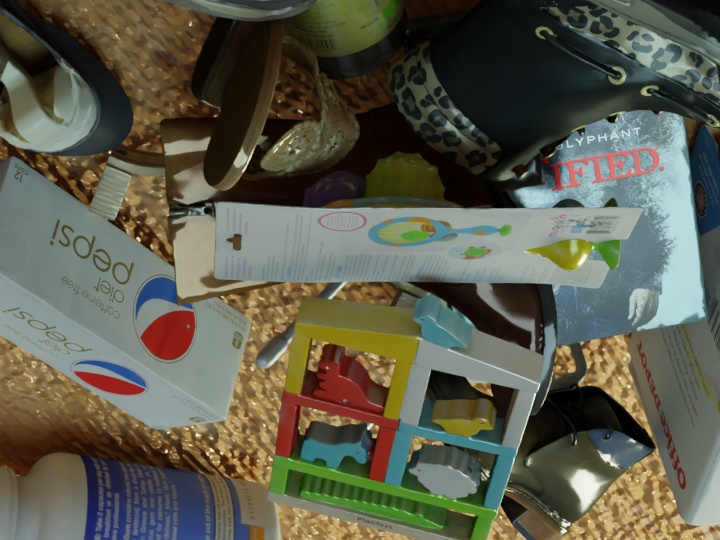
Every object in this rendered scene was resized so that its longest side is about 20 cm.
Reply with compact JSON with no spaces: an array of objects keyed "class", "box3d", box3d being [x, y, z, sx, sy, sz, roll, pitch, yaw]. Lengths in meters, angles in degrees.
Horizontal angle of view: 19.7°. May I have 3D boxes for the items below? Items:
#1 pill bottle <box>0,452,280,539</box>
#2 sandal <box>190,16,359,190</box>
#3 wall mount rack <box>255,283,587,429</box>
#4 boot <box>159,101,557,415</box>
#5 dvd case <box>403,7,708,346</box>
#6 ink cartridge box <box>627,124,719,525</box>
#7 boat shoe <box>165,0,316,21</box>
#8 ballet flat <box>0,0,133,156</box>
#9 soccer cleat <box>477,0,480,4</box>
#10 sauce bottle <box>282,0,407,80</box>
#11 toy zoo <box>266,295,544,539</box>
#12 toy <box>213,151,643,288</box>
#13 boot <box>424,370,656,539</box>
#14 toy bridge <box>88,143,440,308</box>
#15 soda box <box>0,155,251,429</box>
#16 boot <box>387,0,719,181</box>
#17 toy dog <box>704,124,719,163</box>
[{"class":"pill bottle","box3d":[-0.161,0.177,1.329,0.199,0.112,0.112,12,135,-21]},{"class":"sandal","box3d":[-0.033,-0.080,0.993,0.069,0.212,0.078,23,103,-15]},{"class":"wall mount rack","box3d":[0.036,0.038,1.234,0.173,0.075,0.200,-17,137,9]},{"class":"boot","box3d":[0.000,0.000,1.094,0.199,0.069,0.189,-9,116,0]},{"class":"dvd case","box3d":[0.107,-0.052,1.128,0.145,0.022,0.201,-9,113,1]},{"class":"ink cartridge box","box3d":[0.230,0.034,1.211,0.084,0.145,0.200,-2,138,-12]},{"class":"boat shoe","box3d":[-0.099,-0.182,0.922,0.199,0.075,0.073,28,134,-6]},{"class":"ballet flat","box3d":[-0.183,-0.102,1.042,0.073,0.073,0.200,-26,136,19]},{"class":"soccer cleat","box3d":[0.096,-0.185,1.010,0.073,0.068,0.200,28,128,-10]},{"class":"sauce bottle","box3d":[-0.026,-0.179,0.987,0.064,0.065,0.200,-14,140,6]},{"class":"toy zoo","box3d":[0.022,0.078,1.115,0.131,0.021,0.200,14,140,3]},{"class":"toy","box3d":[0.029,-0.028,1.017,0.199,0.047,0.115,4,161,-3]},{"class":"boot","box3d":[0.100,0.085,1.213,0.097,0.075,0.200,-36,141,5]},{"class":"toy bridge","box3d":[-0.046,-0.026,1.138,0.199,0.027,0.067,23,117,-4]},{"class":"soda box","box3d":[-0.154,0.017,1.170,0.063,0.068,0.200,-11,145,40]},{"class":"boot","box3d":[0.129,-0.088,1.000,0.203,0.074,0.154,28,140,-25]},{"class":"toy dog","box3d":[0.273,-0.114,1.083,0.199,0.140,0.194,-5,169,-6]}]
